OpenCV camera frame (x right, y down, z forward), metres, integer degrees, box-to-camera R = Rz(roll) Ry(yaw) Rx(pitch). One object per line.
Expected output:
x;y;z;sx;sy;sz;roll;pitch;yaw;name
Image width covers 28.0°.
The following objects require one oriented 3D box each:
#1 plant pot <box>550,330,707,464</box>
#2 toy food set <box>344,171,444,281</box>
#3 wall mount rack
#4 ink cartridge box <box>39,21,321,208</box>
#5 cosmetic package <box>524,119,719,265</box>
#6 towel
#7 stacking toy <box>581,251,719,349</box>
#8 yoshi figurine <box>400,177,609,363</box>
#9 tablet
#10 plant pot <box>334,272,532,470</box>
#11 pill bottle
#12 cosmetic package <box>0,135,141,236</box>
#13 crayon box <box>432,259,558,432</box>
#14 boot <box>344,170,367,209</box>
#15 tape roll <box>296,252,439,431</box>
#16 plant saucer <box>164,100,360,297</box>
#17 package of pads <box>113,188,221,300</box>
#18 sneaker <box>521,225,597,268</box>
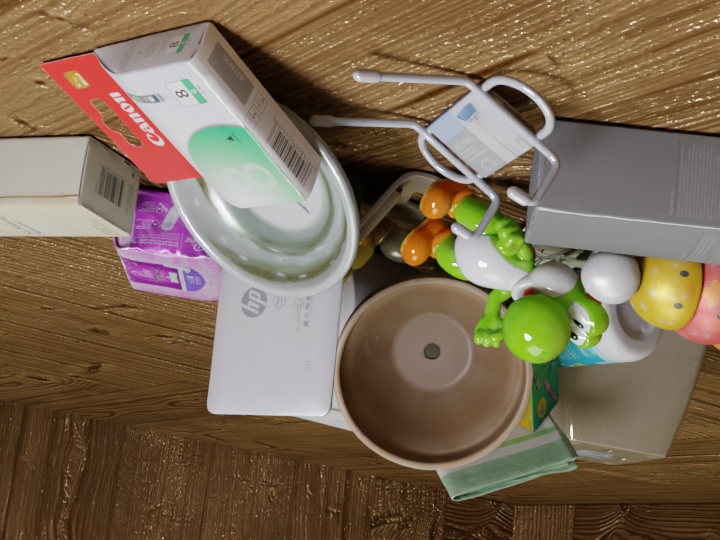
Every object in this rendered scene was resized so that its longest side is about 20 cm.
0.291;0.137;1.762;0.198;0.179;0.200;11;164;-17;plant pot
0.000;0.000;1.381;0.060;0.200;0.144;41;164;1;toy food set
0.061;-0.106;1.149;0.173;0.075;0.200;39;158;-8;wall mount rack
-0.152;-0.113;1.160;0.199;0.050;0.161;-6;139;37;ink cartridge box
0.239;-0.063;1.201;0.198;0.091;0.107;10;166;1;cosmetic package
0.135;0.167;1.602;0.151;0.200;0.024;-14;129;-13;towel
0.286;0.013;1.284;0.198;0.147;0.146;1;169;-20;stacking toy
0.125;0.010;1.292;0.200;0.112;0.112;36;177;18;yoshi figurine
-0.074;0.029;1.292;0.129;0.202;0.014;-2;166;28;tablet
0.073;0.093;1.475;0.199;0.203;0.093;7;-166;0;plant pot
0.227;0.051;1.593;0.110;0.112;0.199;18;163;-37;pill bottle
-0.329;-0.081;1.422;0.198;0.074;0.103;-1;163;24;cosmetic package
0.147;0.068;1.543;0.118;0.058;0.201;22;139;29;crayon box
-0.077;-0.068;1.402;0.130;0.068;0.200;17;159;-9;boot
-0.027;0.070;1.606;0.139;0.204;0.202;19;162;-41;tape roll
-0.077;-0.073;1.241;0.199;0.050;0.201;21;132;25;plant saucer
-0.200;-0.025;1.569;0.119;0.076;0.200;6;166;-2;package of pads
0.184;-0.039;1.381;0.087;0.076;0.199;36;152;-26;sneaker
